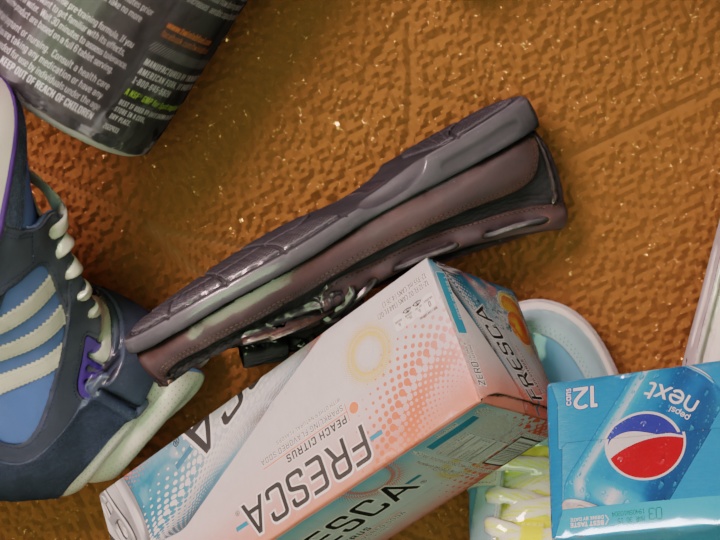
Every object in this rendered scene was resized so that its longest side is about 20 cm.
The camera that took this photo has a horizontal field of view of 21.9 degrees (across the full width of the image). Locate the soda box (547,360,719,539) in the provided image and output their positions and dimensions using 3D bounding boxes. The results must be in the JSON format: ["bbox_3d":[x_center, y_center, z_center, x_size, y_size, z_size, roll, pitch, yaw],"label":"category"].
[{"bbox_3d":[0.128,0.113,0.714,0.067,0.200,0.065,-9,55,17],"label":"soda box"}]

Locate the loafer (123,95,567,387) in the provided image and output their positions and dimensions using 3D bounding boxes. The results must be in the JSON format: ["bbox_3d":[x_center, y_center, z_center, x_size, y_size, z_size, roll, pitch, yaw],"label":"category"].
[{"bbox_3d":[0.000,0.000,0.772,0.199,0.072,0.063,-32,99,-12],"label":"loafer"}]

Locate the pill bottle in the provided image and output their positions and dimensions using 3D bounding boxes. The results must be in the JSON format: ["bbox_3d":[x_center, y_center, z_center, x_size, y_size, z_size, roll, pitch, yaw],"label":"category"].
[{"bbox_3d":[-0.079,-0.156,0.768,0.106,0.106,0.201,35,101,3],"label":"pill bottle"}]

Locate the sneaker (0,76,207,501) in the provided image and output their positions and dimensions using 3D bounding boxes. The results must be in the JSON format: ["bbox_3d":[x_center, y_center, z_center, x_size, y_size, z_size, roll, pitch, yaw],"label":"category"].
[{"bbox_3d":[-0.126,0.009,0.789,0.081,0.145,0.201,44,126,45],"label":"sneaker"}]

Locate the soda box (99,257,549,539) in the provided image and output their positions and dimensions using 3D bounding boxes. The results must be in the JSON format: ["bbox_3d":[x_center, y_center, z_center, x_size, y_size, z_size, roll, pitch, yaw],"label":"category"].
[{"bbox_3d":[-0.016,0.079,0.773,0.199,0.063,0.069,-36,57,26],"label":"soda box"}]

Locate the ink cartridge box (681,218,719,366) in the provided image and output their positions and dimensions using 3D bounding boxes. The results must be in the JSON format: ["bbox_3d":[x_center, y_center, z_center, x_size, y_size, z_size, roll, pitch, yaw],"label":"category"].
[{"bbox_3d":[0.235,0.032,0.755,0.198,0.085,0.147,14,99,5],"label":"ink cartridge box"}]

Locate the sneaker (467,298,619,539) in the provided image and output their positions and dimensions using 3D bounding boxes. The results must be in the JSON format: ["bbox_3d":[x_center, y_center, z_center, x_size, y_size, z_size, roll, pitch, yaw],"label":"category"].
[{"bbox_3d":[0.074,0.117,0.767,0.079,0.131,0.202,-1,96,9],"label":"sneaker"}]
